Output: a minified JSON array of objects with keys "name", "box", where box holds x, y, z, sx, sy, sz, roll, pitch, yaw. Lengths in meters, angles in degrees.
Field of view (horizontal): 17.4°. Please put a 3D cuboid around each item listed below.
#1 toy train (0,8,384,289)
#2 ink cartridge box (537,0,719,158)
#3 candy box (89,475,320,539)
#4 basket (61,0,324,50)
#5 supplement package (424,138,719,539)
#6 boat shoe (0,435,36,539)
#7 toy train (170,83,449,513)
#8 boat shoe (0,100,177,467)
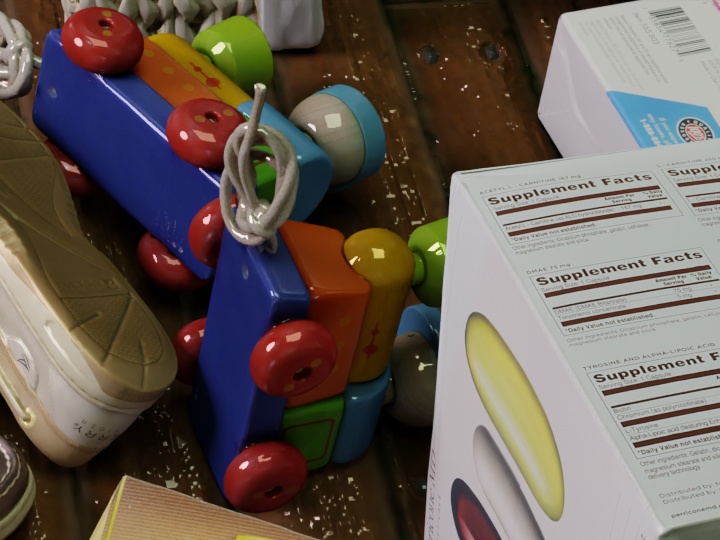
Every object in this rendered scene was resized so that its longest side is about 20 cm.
[{"name":"toy train","box":[-0.091,-0.086,1.043,0.116,0.085,0.200,-24,54,-40]},{"name":"ink cartridge box","box":[0.198,-0.075,1.088,0.200,0.068,0.115,-12,50,-18]},{"name":"candy box","box":[-0.069,0.176,0.824,0.115,0.055,0.200,18,49,8]},{"name":"basket","box":[-0.087,-0.210,1.087,0.123,0.200,0.136,-7,48,-6]},{"name":"supplement package","box":[0.122,0.086,0.822,0.147,0.192,0.200,-8,36,-14]},{"name":"boat shoe","box":[-0.219,0.047,0.910,0.200,0.072,0.072,23,48,13]},{"name":"toy train","box":[0.000,0.000,0.903,0.116,0.200,0.085,-10,49,-23]},{"name":"boat shoe","box":[-0.152,-0.004,0.968,0.074,0.069,0.200,6,40,-48]}]
